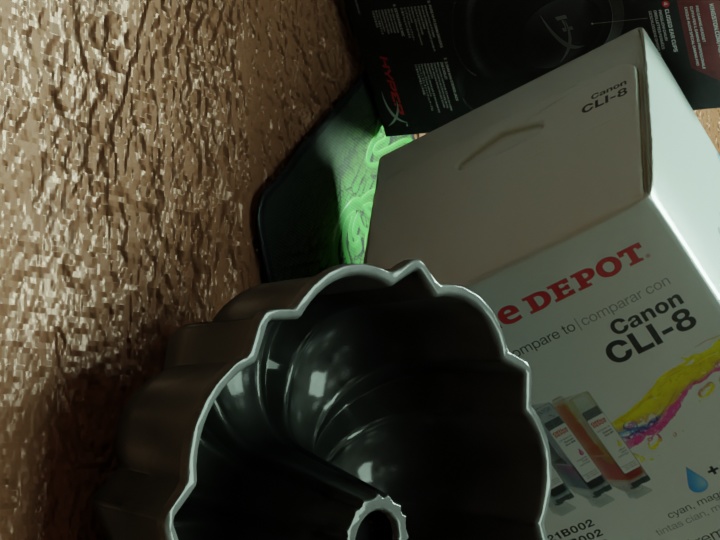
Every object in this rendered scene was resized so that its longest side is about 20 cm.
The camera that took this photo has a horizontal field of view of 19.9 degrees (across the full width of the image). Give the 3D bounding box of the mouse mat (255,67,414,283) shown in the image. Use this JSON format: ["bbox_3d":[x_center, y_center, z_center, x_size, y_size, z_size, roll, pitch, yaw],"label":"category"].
[{"bbox_3d":[0.000,0.000,0.966,0.200,0.007,0.162,-56,140,-57],"label":"mouse mat"}]

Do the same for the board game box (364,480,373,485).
[{"bbox_3d":[0.013,0.125,0.861,0.201,0.039,0.158,57,42,-25],"label":"board game box"}]

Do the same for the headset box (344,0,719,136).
[{"bbox_3d":[0.092,-0.149,0.937,0.077,0.198,0.150,-65,143,-50],"label":"headset box"}]

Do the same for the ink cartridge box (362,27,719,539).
[{"bbox_3d":[0.110,0.029,0.907,0.201,0.144,0.145,53,24,-25],"label":"ink cartridge box"}]

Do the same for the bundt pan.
[{"bbox_3d":[-0.020,0.095,0.754,0.201,0.075,0.204,-4,96,-46],"label":"bundt pan"}]
